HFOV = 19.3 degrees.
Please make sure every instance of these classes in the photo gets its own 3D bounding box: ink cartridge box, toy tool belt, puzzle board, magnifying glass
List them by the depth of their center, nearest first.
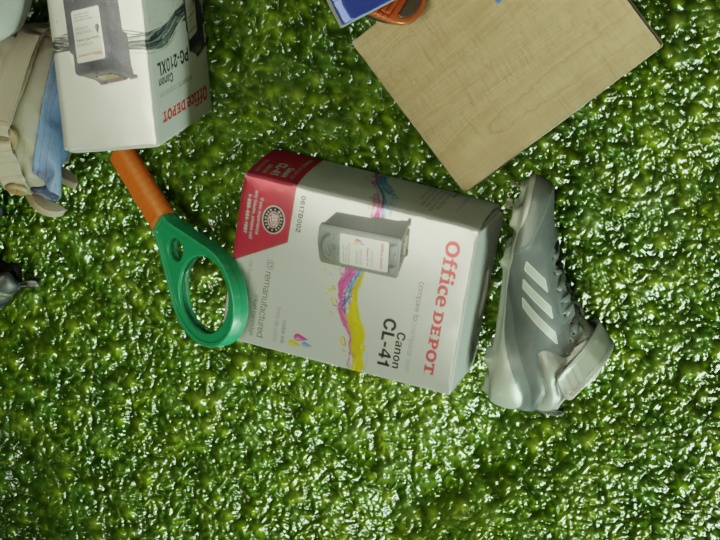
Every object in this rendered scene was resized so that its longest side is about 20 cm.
[{"bbox_3d":[0.114,-0.178,1.658,0.200,0.017,0.151,-36,92,22],"label":"puzzle board"},{"bbox_3d":[-0.182,-0.206,1.665,0.084,0.145,0.201,0,106,15],"label":"ink cartridge box"},{"bbox_3d":[0.000,0.000,1.706,0.199,0.086,0.148,14,109,14],"label":"ink cartridge box"},{"bbox_3d":[-0.150,-0.024,1.729,0.200,0.022,0.080,55,133,24],"label":"magnifying glass"},{"bbox_3d":[-0.269,-0.106,1.730,0.122,0.125,0.201,7,86,-15],"label":"toy tool belt"}]

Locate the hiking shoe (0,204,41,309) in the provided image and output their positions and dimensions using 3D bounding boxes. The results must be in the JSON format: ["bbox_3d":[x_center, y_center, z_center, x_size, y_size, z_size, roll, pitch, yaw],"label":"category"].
[{"bbox_3d":[-0.357,-0.050,1.810,0.100,0.076,0.200,-31,105,13],"label":"hiking shoe"}]

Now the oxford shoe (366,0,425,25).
[{"bbox_3d":[-0.038,-0.251,1.659,0.199,0.073,0.071,34,71,-1],"label":"oxford shoe"}]

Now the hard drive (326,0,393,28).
[{"bbox_3d":[-0.003,-0.304,1.609,0.131,0.025,0.201,-28,93,-9],"label":"hard drive"}]

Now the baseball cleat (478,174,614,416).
[{"bbox_3d":[0.155,0.021,1.685,0.106,0.070,0.201,11,118,6],"label":"baseball cleat"}]

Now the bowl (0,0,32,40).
[{"bbox_3d":[-0.312,-0.251,1.671,0.199,0.074,0.201,-5,64,46],"label":"bowl"}]
